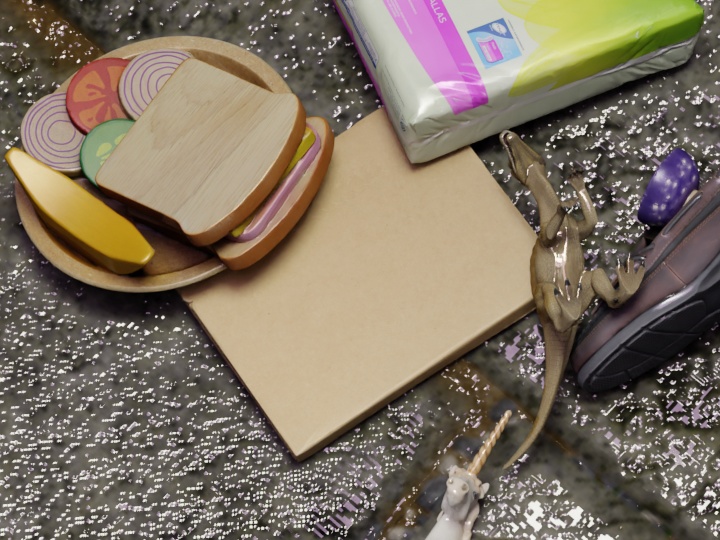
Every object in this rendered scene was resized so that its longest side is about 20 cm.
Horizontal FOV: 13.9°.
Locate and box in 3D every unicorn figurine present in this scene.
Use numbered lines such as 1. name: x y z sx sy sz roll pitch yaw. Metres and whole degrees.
1. unicorn figurine: 0.051 0.193 1.678 0.074 0.137 0.200 -16 88 27

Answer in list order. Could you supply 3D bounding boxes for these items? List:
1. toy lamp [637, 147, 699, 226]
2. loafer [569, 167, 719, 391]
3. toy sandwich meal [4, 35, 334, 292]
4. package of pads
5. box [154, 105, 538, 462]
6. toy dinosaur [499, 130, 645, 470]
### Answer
1. toy lamp: 0.261 -0.001 1.757 0.200 0.058 0.058 31 74 20
2. loafer: 0.194 -0.008 1.729 0.200 0.072 0.063 -42 62 24
3. toy sandwich meal: -0.122 -0.073 1.802 0.205 0.070 0.206 -6 59 10
4. package of pads: 0.091 -0.172 1.826 0.200 0.068 0.155 -20 64 -10
5. box: 0.000 0.000 1.801 0.200 0.021 0.164 -33 69 -8
6. toy dinosaur: 0.119 0.014 1.726 0.058 0.101 0.200 0 83 -20
